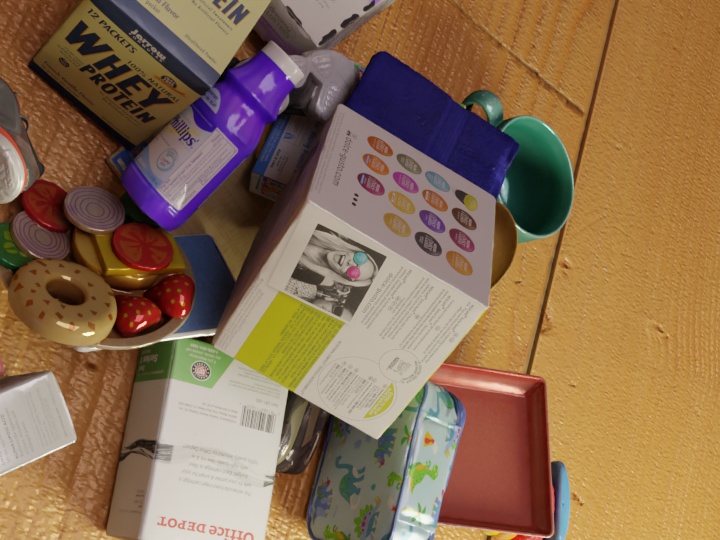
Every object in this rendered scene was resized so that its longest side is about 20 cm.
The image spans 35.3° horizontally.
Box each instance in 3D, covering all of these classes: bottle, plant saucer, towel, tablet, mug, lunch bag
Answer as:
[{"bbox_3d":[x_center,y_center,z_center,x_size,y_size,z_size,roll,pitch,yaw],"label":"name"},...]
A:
[{"bbox_3d":[-0.138,-0.131,1.079,0.200,0.084,0.065,-45,133,2],"label":"bottle"},{"bbox_3d":[0.128,0.212,1.342,0.197,0.037,0.203,9,60,-12],"label":"plant saucer"},{"bbox_3d":[0.069,-0.136,1.231,0.199,0.050,0.149,34,51,-8],"label":"towel"},{"bbox_3d":[-0.209,0.019,1.114,0.198,0.014,0.131,-6,52,-37],"label":"tablet"},{"bbox_3d":[0.181,-0.126,1.447,0.150,0.114,0.188,3,81,-38],"label":"mug"},{"bbox_3d":[0.023,0.213,1.240,0.082,0.160,0.203,28,69,-38],"label":"lunch bag"}]

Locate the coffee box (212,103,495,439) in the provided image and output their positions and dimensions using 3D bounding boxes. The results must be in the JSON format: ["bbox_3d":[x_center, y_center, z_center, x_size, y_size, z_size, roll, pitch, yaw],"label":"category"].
[{"bbox_3d":[0.000,0.000,1.116,0.196,0.201,0.201,30,33,-10],"label":"coffee box"}]

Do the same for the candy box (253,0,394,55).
[{"bbox_3d":[-0.056,-0.346,1.290,0.168,0.071,0.200,50,55,-4],"label":"candy box"}]

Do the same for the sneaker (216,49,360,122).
[{"bbox_3d":[-0.093,-0.198,1.214,0.199,0.113,0.077,-10,103,-49],"label":"sneaker"}]

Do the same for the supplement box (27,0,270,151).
[{"bbox_3d":[-0.189,-0.257,1.100,0.134,0.199,0.201,39,60,-20],"label":"supplement box"}]

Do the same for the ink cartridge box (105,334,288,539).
[{"bbox_3d":[-0.161,0.181,1.140,0.145,0.084,0.203,20,71,-35],"label":"ink cartridge box"}]

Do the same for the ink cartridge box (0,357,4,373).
[{"bbox_3d":[-0.419,0.059,0.958,0.198,0.067,0.118,-17,94,-40],"label":"ink cartridge box"}]

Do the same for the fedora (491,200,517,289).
[{"bbox_3d":[0.083,-0.039,1.302,0.202,0.198,0.082,-56,144,-30],"label":"fedora"}]

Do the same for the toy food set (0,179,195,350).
[{"bbox_3d":[-0.248,-0.009,1.067,0.198,0.049,0.199,-3,50,-35],"label":"toy food set"}]

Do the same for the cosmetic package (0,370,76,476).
[{"bbox_3d":[-0.358,0.155,0.973,0.199,0.101,0.075,-25,98,-38],"label":"cosmetic package"}]

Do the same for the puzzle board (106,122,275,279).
[{"bbox_3d":[-0.165,-0.081,1.221,0.151,0.017,0.201,-47,112,-33],"label":"puzzle board"}]

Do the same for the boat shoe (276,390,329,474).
[{"bbox_3d":[-0.058,0.131,1.250,0.073,0.074,0.202,43,65,-40],"label":"boat shoe"}]

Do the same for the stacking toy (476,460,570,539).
[{"bbox_3d":[0.148,0.276,1.381,0.198,0.110,0.118,19,62,-24],"label":"stacking toy"}]

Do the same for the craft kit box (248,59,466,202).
[{"bbox_3d":[0.000,-0.139,1.273,0.195,0.049,0.202,21,59,3],"label":"craft kit box"}]

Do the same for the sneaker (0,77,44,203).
[{"bbox_3d":[-0.362,-0.159,1.052,0.202,0.076,0.082,65,22,-7],"label":"sneaker"}]
